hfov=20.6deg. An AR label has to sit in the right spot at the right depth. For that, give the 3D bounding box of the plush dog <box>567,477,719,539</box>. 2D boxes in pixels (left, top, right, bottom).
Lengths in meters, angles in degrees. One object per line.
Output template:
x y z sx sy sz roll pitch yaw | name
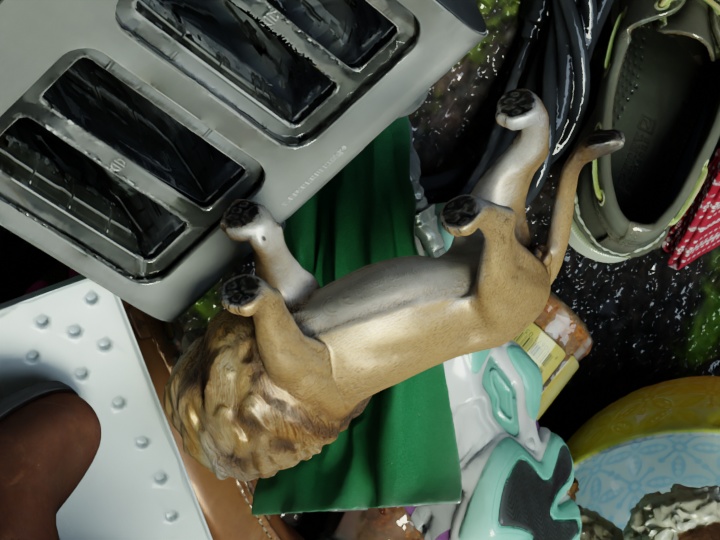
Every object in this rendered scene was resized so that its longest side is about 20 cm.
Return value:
0.130 0.171 0.964 0.160 0.170 0.202 -27 124 -57 | plush dog

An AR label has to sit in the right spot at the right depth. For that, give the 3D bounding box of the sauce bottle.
0.031 0.092 0.964 0.200 0.066 0.066 -49 128 -8 | sauce bottle

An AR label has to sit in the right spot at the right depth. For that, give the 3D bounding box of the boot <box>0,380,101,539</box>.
-0.079 0.136 0.697 0.189 0.198 0.069 -53 158 -49 | boot

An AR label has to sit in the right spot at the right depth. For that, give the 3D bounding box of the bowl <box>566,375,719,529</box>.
0.190 0.122 1.046 0.108 0.198 0.201 -72 147 -49 | bowl

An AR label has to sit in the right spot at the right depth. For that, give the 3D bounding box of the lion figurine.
0.013 0.015 0.751 0.198 0.073 0.123 -16 137 5 | lion figurine

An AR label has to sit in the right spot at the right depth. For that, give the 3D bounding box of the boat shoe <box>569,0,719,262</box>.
0.150 -0.102 0.942 0.071 0.060 0.203 20 80 -10 | boat shoe

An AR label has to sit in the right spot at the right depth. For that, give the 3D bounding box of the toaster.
-0.074 -0.102 0.743 0.181 0.119 0.200 -41 131 16 | toaster

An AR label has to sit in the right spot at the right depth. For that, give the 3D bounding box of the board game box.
-0.167 0.111 0.816 0.198 0.026 0.201 -20 121 -4 | board game box

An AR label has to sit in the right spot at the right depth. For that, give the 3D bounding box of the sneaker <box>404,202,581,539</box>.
0.019 0.078 0.905 0.077 0.139 0.202 -1 81 -52 | sneaker

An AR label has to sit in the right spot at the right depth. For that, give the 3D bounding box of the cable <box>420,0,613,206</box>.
0.040 -0.108 0.897 0.162 0.051 0.201 20 97 -39 | cable

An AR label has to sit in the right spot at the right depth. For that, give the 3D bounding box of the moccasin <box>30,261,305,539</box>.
-0.070 0.065 0.882 0.077 0.074 0.202 -36 116 -8 | moccasin

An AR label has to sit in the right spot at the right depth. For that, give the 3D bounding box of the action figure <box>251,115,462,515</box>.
0.000 0.000 0.837 0.054 0.117 0.202 7 78 -51 | action figure

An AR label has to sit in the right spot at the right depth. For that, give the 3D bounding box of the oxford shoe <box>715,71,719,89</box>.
0.218 -0.144 1.012 0.200 0.071 0.071 -43 97 -10 | oxford shoe

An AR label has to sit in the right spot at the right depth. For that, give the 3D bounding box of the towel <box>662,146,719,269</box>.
0.231 -0.087 0.993 0.144 0.023 0.201 -29 158 -25 | towel
